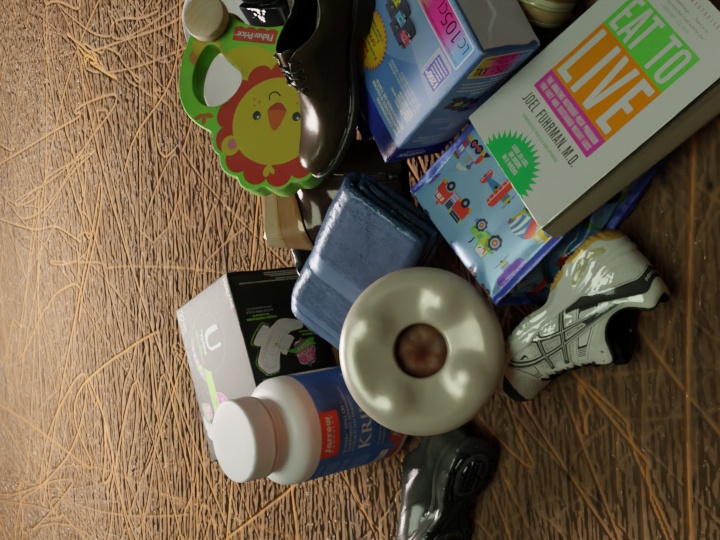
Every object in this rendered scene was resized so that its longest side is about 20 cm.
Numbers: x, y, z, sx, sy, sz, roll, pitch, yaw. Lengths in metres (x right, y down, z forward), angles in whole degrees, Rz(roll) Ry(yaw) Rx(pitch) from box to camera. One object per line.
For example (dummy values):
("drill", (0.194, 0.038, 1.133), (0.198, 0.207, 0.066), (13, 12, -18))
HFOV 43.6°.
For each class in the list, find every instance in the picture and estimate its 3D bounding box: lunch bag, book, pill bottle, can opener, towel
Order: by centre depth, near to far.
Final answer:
("book", (0.196, -0.140, 0.720), (0.200, 0.048, 0.134), (-42, 56, 22))
("lunch bag", (0.161, -0.090, 0.793), (0.200, 0.094, 0.151), (-53, 53, 28))
("towel", (0.000, 0.000, 0.897), (0.111, 0.049, 0.201), (38, 136, 10))
("can opener", (-0.064, -0.306, 0.952), (0.199, 0.079, 0.064), (8, 56, 45))
("pill bottle", (-0.052, 0.165, 0.967), (0.112, 0.199, 0.113), (9, 102, 48))

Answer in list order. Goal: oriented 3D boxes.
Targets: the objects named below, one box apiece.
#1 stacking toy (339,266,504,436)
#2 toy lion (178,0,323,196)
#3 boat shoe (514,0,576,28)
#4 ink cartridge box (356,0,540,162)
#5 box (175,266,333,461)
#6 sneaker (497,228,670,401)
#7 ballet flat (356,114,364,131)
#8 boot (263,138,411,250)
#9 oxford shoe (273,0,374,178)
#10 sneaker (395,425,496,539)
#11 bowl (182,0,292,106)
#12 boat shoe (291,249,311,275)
("stacking toy", (0.062, 0.077, 0.868), (0.145, 0.200, 0.148), (-1, 85, 6))
("toy lion", (-0.101, -0.175, 0.928), (0.198, 0.069, 0.194), (12, 85, 21))
("boat shoe", (0.117, -0.244, 0.834), (0.200, 0.073, 0.067), (37, 128, 49))
("ink cartridge box", (0.053, -0.193, 0.815), (0.200, 0.076, 0.137), (-45, 65, 54))
("box", (-0.125, 0.116, 1.119), (0.148, 0.124, 0.202), (-32, 69, 47))
("sneaker", (0.187, 0.062, 0.780), (0.088, 0.075, 0.201), (47, 134, 24))
("ballet flat", (0.010, -0.186, 0.962), (0.200, 0.067, 0.064), (-35, 61, 45))
("boot", (-0.028, -0.123, 0.953), (0.165, 0.072, 0.202), (-10, 78, 22))
("oxford shoe", (-0.045, -0.180, 0.819), (0.073, 0.084, 0.202), (31, 124, 47))
("sneaker", (0.075, 0.240, 0.948), (0.091, 0.075, 0.201), (44, 120, 49))
("bowl", (-0.131, -0.300, 1.112), (0.200, 0.074, 0.201), (-39, 66, 46))
("boat shoe", (-0.010, 0.026, 0.995), (0.071, 0.090, 0.201), (-48, 59, 41))
